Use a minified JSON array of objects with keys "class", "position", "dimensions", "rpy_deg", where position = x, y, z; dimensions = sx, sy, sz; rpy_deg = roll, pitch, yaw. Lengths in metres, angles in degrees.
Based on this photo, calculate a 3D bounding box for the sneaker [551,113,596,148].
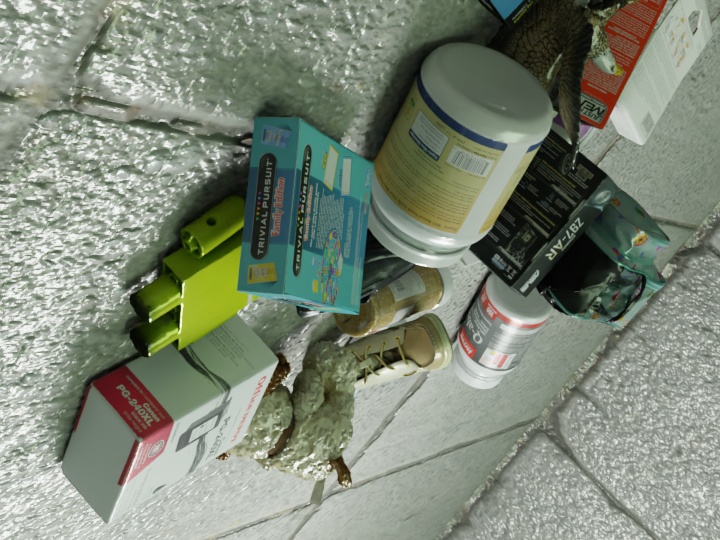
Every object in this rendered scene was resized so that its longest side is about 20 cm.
[{"class":"sneaker","position":[0.279,-0.242,1.585],"dimensions":[0.201,0.072,0.114],"rpy_deg":[-57,158,-3]}]

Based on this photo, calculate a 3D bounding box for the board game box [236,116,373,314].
[{"class":"board game box","position":[-0.047,-0.045,1.165],"dimensions":[0.200,0.046,0.153],"rpy_deg":[20,75,-70]}]

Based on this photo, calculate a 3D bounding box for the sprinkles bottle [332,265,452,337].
[{"class":"sprinkles bottle","position":[0.043,0.032,1.610],"dimensions":[0.199,0.068,0.068],"rpy_deg":[-17,146,-56]}]

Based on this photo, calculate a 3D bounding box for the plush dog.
[{"class":"plush dog","position":[-0.099,0.184,1.500],"dimensions":[0.171,0.161,0.201],"rpy_deg":[19,120,-30]}]

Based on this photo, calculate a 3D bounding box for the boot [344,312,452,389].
[{"class":"boot","position":[0.019,0.115,1.608],"dimensions":[0.153,0.073,0.200],"rpy_deg":[-18,178,-23]}]

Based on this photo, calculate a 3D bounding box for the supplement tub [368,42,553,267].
[{"class":"supplement tub","position":[0.095,-0.116,1.302],"dimensions":[0.144,0.144,0.201],"rpy_deg":[-26,153,-47]}]

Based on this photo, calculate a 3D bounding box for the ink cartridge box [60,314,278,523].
[{"class":"ink cartridge box","position":[-0.192,0.146,1.294],"dimensions":[0.199,0.083,0.146],"rpy_deg":[-28,154,-44]}]

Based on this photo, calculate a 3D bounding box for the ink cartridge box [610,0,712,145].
[{"class":"ink cartridge box","position":[0.370,-0.269,1.589],"dimensions":[0.177,0.045,0.200],"rpy_deg":[-58,156,0]}]

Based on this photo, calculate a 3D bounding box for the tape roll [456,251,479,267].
[{"class":"tape roll","position":[0.197,-0.077,1.636],"dimensions":[0.202,0.037,0.203],"rpy_deg":[-36,-171,6]}]

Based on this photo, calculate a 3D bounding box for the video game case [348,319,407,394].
[{"class":"video game case","position":[-0.018,0.149,1.792],"dimensions":[0.200,0.017,0.143],"rpy_deg":[-52,162,14]}]

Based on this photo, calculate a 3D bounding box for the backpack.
[{"class":"backpack","position":[0.267,-0.025,1.471],"dimensions":[0.154,0.176,0.200],"rpy_deg":[-48,149,7]}]

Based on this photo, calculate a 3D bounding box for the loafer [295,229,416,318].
[{"class":"loafer","position":[0.000,0.000,1.435],"dimensions":[0.200,0.068,0.071],"rpy_deg":[-21,131,-41]}]

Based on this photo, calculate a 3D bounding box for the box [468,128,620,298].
[{"class":"box","position":[0.162,-0.093,1.405],"dimensions":[0.161,0.200,0.043],"rpy_deg":[-50,146,6]}]

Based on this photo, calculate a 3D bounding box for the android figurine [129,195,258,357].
[{"class":"android figurine","position":[-0.132,0.001,1.198],"dimensions":[0.199,0.041,0.183],"rpy_deg":[-37,159,-27]}]

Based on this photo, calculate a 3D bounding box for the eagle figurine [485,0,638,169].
[{"class":"eagle figurine","position":[0.217,-0.227,1.316],"dimensions":[0.201,0.150,0.152],"rpy_deg":[-54,-179,6]}]

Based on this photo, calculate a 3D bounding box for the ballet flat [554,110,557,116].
[{"class":"ballet flat","position":[0.224,-0.221,1.498],"dimensions":[0.200,0.069,0.069],"rpy_deg":[-50,161,9]}]

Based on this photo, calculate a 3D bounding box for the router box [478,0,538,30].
[{"class":"router box","position":[0.174,-0.335,1.173],"dimensions":[0.200,0.051,0.149],"rpy_deg":[-50,160,8]}]

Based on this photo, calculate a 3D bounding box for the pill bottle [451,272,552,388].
[{"class":"pill bottle","position":[0.226,0.098,2.073],"dimensions":[0.115,0.116,0.201],"rpy_deg":[-30,155,-41]}]

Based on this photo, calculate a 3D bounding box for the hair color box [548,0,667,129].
[{"class":"hair color box","position":[0.280,-0.263,1.418],"dimensions":[0.201,0.061,0.102],"rpy_deg":[-64,-172,8]}]
